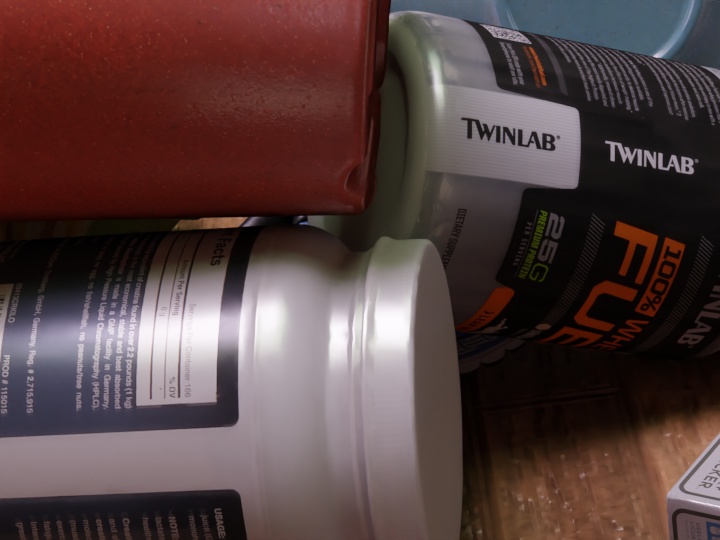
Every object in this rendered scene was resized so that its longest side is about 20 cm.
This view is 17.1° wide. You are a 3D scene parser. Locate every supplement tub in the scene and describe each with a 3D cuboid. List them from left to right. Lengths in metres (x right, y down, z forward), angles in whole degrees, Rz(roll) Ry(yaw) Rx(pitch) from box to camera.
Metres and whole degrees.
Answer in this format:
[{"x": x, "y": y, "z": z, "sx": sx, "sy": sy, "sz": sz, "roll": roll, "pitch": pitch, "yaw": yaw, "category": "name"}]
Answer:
[{"x": -0.069, "y": 0.056, "z": 0.865, "sx": 0.199, "sy": 0.141, "sz": 0.141, "roll": -3, "pitch": 26, "yaw": 10, "category": "supplement tub"}, {"x": 0.089, "y": -0.030, "z": 0.968, "sx": 0.199, "sy": 0.123, "sz": 0.123, "roll": 8, "pitch": 19, "yaw": -22, "category": "supplement tub"}]

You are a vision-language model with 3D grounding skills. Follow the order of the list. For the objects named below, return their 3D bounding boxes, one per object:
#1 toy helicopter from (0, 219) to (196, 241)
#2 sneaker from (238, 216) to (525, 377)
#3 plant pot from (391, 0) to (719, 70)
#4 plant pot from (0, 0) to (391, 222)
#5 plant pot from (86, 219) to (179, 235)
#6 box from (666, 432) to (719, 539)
[{"x": -0.098, "y": -0.068, "z": 0.983, "sx": 0.079, "sy": 0.133, "sz": 0.200, "roll": 2, "pitch": 38, "yaw": 31, "category": "toy helicopter"}, {"x": 0.000, "y": 0.000, "z": 1.021, "sx": 0.199, "sy": 0.090, "sz": 0.079, "roll": -15, "pitch": 27, "yaw": -17, "category": "sneaker"}, {"x": 0.098, "y": -0.132, "z": 1.072, "sx": 0.199, "sy": 0.201, "sz": 0.135, "roll": -8, "pitch": 11, "yaw": -1, "category": "plant pot"}, {"x": -0.087, "y": -0.099, "z": 0.848, "sx": 0.194, "sy": 0.202, "sz": 0.201, "roll": 4, "pitch": 26, "yaw": 3, "category": "plant pot"}, {"x": -0.166, "y": -0.042, "z": 1.090, "sx": 0.186, "sy": 0.188, "sz": 0.200, "roll": 10, "pitch": 15, "yaw": 33, "category": "plant pot"}, {"x": 0.216, "y": 0.091, "z": 0.801, "sx": 0.199, "sy": 0.060, "sz": 0.117, "roll": 8, "pitch": 29, "yaw": 31, "category": "box"}]
